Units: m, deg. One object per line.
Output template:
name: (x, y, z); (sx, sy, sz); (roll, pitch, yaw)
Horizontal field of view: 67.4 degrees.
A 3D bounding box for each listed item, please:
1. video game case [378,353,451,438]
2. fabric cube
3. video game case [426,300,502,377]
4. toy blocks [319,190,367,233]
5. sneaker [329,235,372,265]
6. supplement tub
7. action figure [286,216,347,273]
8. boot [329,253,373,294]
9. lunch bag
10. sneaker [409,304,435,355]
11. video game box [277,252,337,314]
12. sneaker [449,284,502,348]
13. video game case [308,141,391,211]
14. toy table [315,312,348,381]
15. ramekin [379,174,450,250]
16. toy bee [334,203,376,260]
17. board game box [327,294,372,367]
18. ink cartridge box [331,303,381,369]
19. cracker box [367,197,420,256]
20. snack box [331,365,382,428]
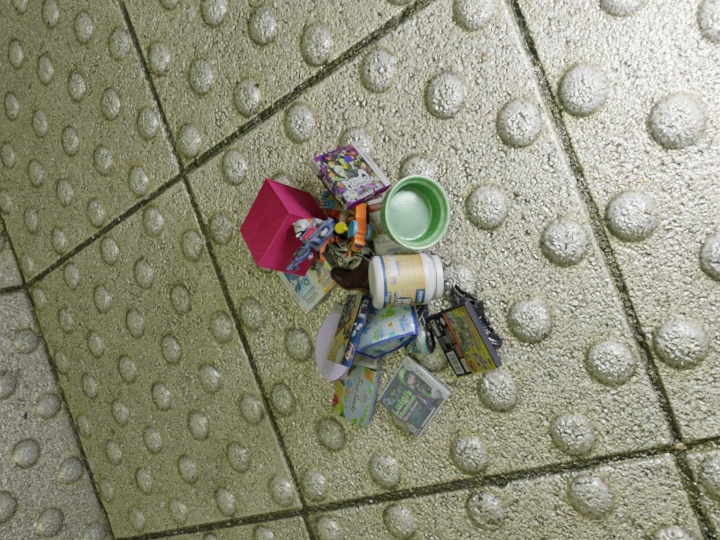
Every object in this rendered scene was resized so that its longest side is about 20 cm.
video game case: (0.169, 0.401, 1.719); (0.181, 0.023, 0.203); (39, 116, 18)
fabric cube: (-0.238, -0.136, 1.716); (0.202, 0.193, 0.201); (-56, 48, 22)
video game case: (0.296, 0.203, 1.560); (0.180, 0.025, 0.204); (-29, 88, 54)
toy blocks: (-0.062, -0.205, 1.645); (0.099, 0.133, 0.207); (9, 89, 57)
sneaker: (-0.056, -0.064, 1.733); (0.194, 0.073, 0.092); (12, 103, 28)
supplement tub: (0.127, 0.027, 1.536); (0.193, 0.145, 0.150); (-5, 99, -7)
action figure: (-0.145, -0.077, 1.618); (0.199, 0.194, 0.105); (-41, 42, 3)
boot: (0.000, 0.000, 1.681); (0.195, 0.073, 0.169); (25, 140, 10)
lunch bag: (0.079, 0.150, 1.632); (0.197, 0.126, 0.175); (-29, 58, 30)
sneaker: (0.163, 0.160, 1.648); (0.084, 0.077, 0.207); (-8, 95, 34)
video game box: (-0.171, 0.015, 1.831); (0.200, 0.046, 0.184); (-44, 79, 28)
sneaker: (0.334, 0.132, 1.553); (0.197, 0.059, 0.107); (32, 118, 25)
video game case: (-0.028, -0.285, 1.607); (0.183, 0.198, 0.036); (51, 141, 11)
toy table: (-0.064, 0.246, 1.691); (0.178, 0.117, 0.206); (11, 79, 24)
ramekin: (0.148, -0.162, 1.534); (0.193, 0.097, 0.208); (-1, 93, -14)
toy bee: (-0.020, -0.096, 1.579); (0.128, 0.203, 0.109); (29, 137, -12)
board game box: (-0.033, 0.172, 1.570); (0.135, 0.034, 0.206); (-7, 64, 69)
ink cartridge box: (-0.016, 0.216, 1.769); (0.194, 0.045, 0.182); (8, 77, 23)
cracker box: (0.103, -0.123, 1.640); (0.130, 0.057, 0.207); (-8, 95, 30)
snack box: (-0.014, 0.401, 1.805); (0.139, 0.053, 0.207); (18, 106, 25)
